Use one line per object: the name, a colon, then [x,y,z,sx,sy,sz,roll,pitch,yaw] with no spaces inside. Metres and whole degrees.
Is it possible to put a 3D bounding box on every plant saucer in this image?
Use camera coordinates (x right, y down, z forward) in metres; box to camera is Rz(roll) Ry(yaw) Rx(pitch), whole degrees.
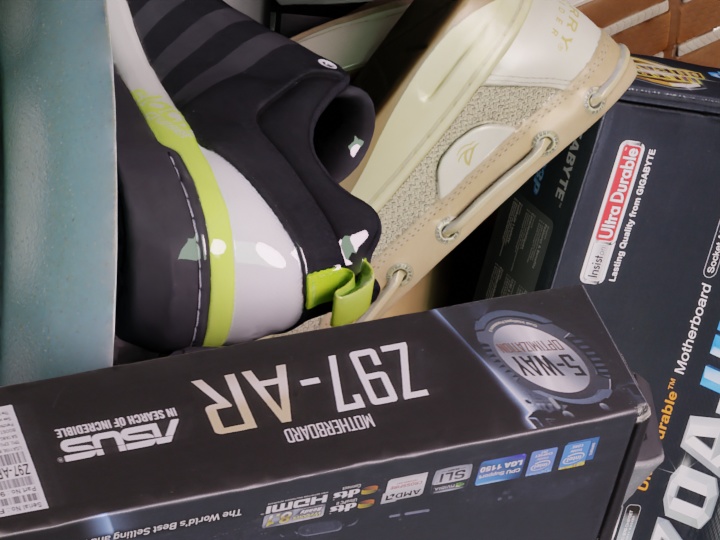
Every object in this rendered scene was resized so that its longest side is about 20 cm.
plant saucer: [-0.093,0.003,0.797,0.027,0.200,0.201,2,93,-13]

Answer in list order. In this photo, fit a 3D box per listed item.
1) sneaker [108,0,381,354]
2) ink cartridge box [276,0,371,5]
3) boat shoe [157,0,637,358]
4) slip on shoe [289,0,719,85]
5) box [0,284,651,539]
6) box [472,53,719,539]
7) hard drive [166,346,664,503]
sneaker: [-0.039,-0.038,0.826,0.082,0.200,0.072,-4,126,-13]
ink cartridge box: [-0.011,-0.200,0.883,0.147,0.083,0.200,-43,113,-18]
boat shoe: [0.000,-0.002,0.877,0.063,0.073,0.201,33,103,-15]
slip on shoe: [0.032,-0.072,0.933,0.199,0.061,0.076,-24,134,-7]
box: [-0.041,0.086,0.722,0.199,0.044,0.161,-9,139,-21]
box: [0.110,0.034,0.952,0.158,0.046,0.201,7,110,-27]
hard drive: [-0.017,0.085,0.841,0.139,0.200,0.033,3,59,-20]
